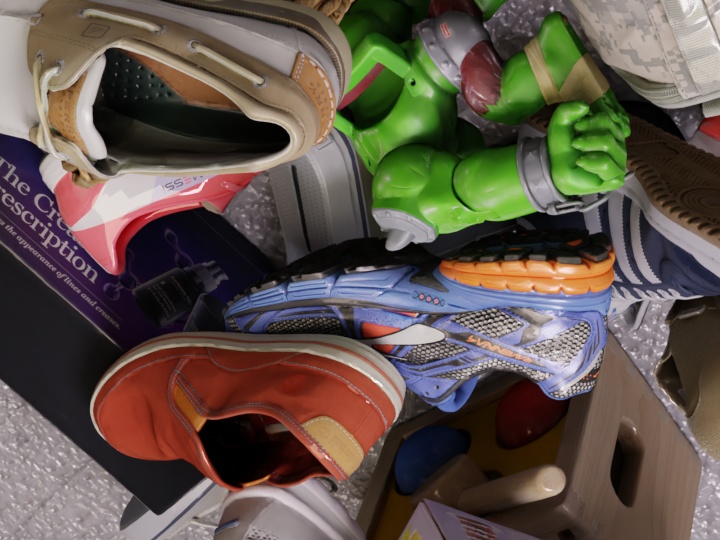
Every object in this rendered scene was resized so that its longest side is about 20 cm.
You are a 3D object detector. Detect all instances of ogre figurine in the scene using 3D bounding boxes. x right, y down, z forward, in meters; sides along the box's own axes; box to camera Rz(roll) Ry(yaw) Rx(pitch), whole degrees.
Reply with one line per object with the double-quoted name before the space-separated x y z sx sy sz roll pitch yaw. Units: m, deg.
"ogre figurine" 0.043 -0.092 0.963 0.120 0.098 0.201 -30 69 15

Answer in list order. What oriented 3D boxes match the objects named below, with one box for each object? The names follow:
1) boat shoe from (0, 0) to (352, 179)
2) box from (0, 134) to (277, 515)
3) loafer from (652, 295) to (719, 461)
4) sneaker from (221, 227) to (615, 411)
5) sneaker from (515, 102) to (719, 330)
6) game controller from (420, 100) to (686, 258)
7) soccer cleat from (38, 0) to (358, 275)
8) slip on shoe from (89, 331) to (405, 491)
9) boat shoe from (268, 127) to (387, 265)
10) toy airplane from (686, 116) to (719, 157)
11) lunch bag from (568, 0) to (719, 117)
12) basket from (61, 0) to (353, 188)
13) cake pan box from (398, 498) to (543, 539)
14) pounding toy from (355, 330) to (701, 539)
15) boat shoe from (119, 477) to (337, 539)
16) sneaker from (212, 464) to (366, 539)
"boat shoe" -0.107 -0.080 0.851 0.199 0.069 0.075 3 124 13
"box" -0.137 0.008 1.116 0.200 0.141 0.079 42 123 -13
"loafer" 0.177 0.042 1.017 0.067 0.200 0.076 -44 90 9
"sneaker" 0.023 0.028 0.966 0.199 0.075 0.079 -2 102 29
"sneaker" 0.136 0.000 0.973 0.070 0.200 0.109 -6 116 -29
"game controller" 0.089 -0.019 1.104 0.199 0.042 0.104 -21 129 27
"soccer cleat" -0.062 -0.072 1.054 0.199 0.068 0.073 -28 83 3
"slip on shoe" -0.065 0.071 0.986 0.199 0.061 0.074 -6 135 45
"boat shoe" 0.000 0.000 1.071 0.072 0.062 0.201 39 147 40
"toy airplane" 0.240 -0.026 0.985 0.200 0.142 0.199 34 147 -26
"lunch bag" 0.131 -0.186 0.898 0.139 0.168 0.201 -16 116 24
"basket" -0.088 -0.161 0.956 0.142 0.200 0.149 -22 114 28
"cake pan box" 0.075 0.220 0.992 0.199 0.052 0.185 20 109 -24
"pounding toy" 0.080 0.130 1.097 0.184 0.200 0.142 -28 111 29
"boat shoe" -0.051 0.110 1.206 0.086 0.075 0.202 41 114 -15
"sneaker" -0.003 0.187 1.023 0.200 0.082 0.075 42 138 -11
